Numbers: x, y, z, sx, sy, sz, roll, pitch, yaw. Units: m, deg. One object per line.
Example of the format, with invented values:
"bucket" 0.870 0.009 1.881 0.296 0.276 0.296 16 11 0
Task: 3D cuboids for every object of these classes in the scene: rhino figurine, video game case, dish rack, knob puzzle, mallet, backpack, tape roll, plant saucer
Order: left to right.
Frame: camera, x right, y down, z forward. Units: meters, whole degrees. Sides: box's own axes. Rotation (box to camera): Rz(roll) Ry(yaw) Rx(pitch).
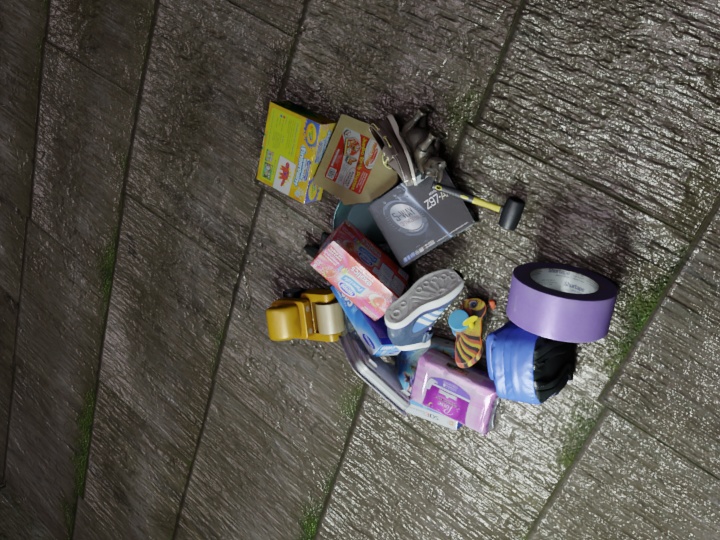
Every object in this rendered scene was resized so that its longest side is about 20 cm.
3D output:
"knob puzzle" 0.006 -0.244 1.618 0.216 0.030 0.224 -1 88 24
"plant saucer" 0.023 -0.096 1.661 0.198 0.036 0.203 11 110 33
"dish rack" 0.039 0.226 1.586 0.043 0.172 0.200 -42 118 7
"rhino figurine" 0.140 -0.258 1.474 0.088 0.059 0.202 -50 43 38
"video game case" 0.166 0.255 1.655 0.179 0.045 0.203 14 111 31
"mallet" 0.241 -0.137 1.462 0.197 0.041 0.067 14 111 13
"backpack" 0.337 0.182 1.416 0.166 0.199 0.165 -4 102 35
"tape roll" 0.386 0.057 1.345 0.198 0.199 0.086 17 114 30

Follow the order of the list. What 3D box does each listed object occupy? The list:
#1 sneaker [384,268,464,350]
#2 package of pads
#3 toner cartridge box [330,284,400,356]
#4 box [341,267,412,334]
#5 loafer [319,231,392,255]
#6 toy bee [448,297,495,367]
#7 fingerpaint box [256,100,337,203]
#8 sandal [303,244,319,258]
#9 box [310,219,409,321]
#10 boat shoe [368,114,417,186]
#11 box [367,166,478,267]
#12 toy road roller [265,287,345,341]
"sneaker" 0.146 0.095 1.518 0.081 0.199 0.147 51 170 39
"package of pads" 0.216 0.269 1.552 0.198 0.075 0.122 22 114 25
"toner cartridge box" 0.018 0.103 1.594 0.043 0.094 0.201 -49 58 28
"box" 0.047 0.102 1.665 0.199 0.051 0.160 -29 67 38
"loafer" -0.013 -0.062 1.631 0.198 0.068 0.072 1 99 32
"toy bee" 0.244 0.104 1.519 0.107 0.131 0.203 -12 86 12
"fingerpaint box" -0.157 -0.292 1.707 0.166 0.073 0.203 28 118 27
"sandal" -0.071 -0.007 1.727 0.198 0.045 0.075 25 161 34
"box" 0.000 0.000 1.544 0.200 0.100 0.095 41 125 -10
"boat shoe" 0.071 -0.255 1.512 0.059 0.072 0.202 -18 58 -1
"box" 0.137 -0.126 1.540 0.199 0.043 0.162 -31 85 24
"toy road roller" -0.150 0.123 1.777 0.198 0.145 0.125 1 105 35
